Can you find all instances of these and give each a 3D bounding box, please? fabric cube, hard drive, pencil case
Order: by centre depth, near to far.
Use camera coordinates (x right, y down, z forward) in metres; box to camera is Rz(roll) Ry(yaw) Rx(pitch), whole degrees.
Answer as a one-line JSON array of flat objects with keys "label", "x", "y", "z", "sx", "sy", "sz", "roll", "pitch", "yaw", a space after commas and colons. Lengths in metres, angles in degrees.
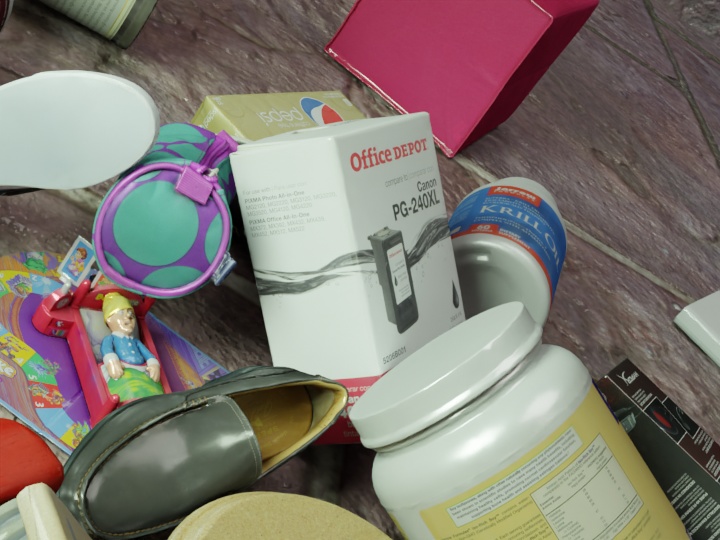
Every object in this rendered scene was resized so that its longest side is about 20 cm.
[{"label": "pencil case", "x": -0.122, "y": -0.045, "z": 0.813, "sx": 0.085, "sy": 0.092, "sz": 0.200, "roll": 46, "pitch": 6, "yaw": -14}, {"label": "hard drive", "x": 0.447, "y": 0.109, "z": 1.370, "sx": 0.200, "sy": 0.026, "sz": 0.132, "roll": 47, "pitch": 29, "yaw": 18}, {"label": "fabric cube", "x": 0.117, "y": -0.277, "z": 1.388, "sx": 0.196, "sy": 0.200, "sz": 0.199, "roll": 41, "pitch": 30, "yaw": 6}]

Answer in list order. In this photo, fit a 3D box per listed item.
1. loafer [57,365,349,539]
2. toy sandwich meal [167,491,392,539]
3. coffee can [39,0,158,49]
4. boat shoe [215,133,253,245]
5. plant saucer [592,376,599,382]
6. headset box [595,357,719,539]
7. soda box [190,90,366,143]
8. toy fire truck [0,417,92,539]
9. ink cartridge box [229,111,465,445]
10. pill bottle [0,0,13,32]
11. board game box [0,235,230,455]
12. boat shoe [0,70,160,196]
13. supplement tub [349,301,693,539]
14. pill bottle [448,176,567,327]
[{"label": "loafer", "x": -0.085, "y": 0.096, "z": 0.687, "sx": 0.200, "sy": 0.072, "sz": 0.073, "roll": -30, "pitch": 101, "yaw": -52}, {"label": "toy sandwich meal", "x": -0.025, "y": 0.201, "z": 0.640, "sx": 0.204, "sy": 0.070, "sz": 0.206, "roll": 25, "pitch": 31, "yaw": -16}, {"label": "coffee can", "x": -0.255, "y": -0.300, "z": 1.040, "sx": 0.199, "sy": 0.147, "sz": 0.147, "roll": 26, "pitch": 29, "yaw": -19}, {"label": "boat shoe", "x": -0.054, "y": -0.028, "z": 0.949, "sx": 0.200, "sy": 0.074, "sz": 0.060, "roll": 40, "pitch": 22, "yaw": -13}, {"label": "plant saucer", "x": 0.207, "y": 0.164, "z": 0.997, "sx": 0.199, "sy": 0.035, "sz": 0.201, "roll": 29, "pitch": 28, "yaw": -17}, {"label": "headset box", "x": 0.197, "y": 0.184, "z": 0.824, "sx": 0.200, "sy": 0.149, "sz": 0.075, "roll": 45, "pitch": 20, "yaw": 13}, {"label": "soda box", "x": -0.067, "y": -0.108, "z": 1.060, "sx": 0.068, "sy": 0.064, "sz": 0.200, "roll": 47, "pitch": 28, "yaw": 17}, {"label": "toy fire truck", "x": -0.136, "y": 0.123, "z": 0.477, "sx": 0.176, "sy": 0.200, "sz": 0.128, "roll": 47, "pitch": 29, "yaw": 19}, {"label": "ink cartridge box", "x": 0.000, "y": 0.000, "z": 0.837, "sx": 0.145, "sy": 0.083, "sz": 0.201, "roll": -25, "pitch": 107, "yaw": -59}, {"label": "pill bottle", "x": -0.307, "y": -0.187, "z": 0.843, "sx": 0.113, "sy": 0.113, "sz": 0.200, "roll": 32, "pitch": 28, "yaw": -10}, {"label": "board game box", "x": -0.149, "y": 0.048, "z": 0.747, "sx": 0.200, "sy": 0.039, "sz": 0.158, "roll": 37, "pitch": 27, "yaw": -1}, {"label": "boat shoe", "x": -0.208, "y": -0.075, "z": 0.742, "sx": 0.066, "sy": 0.199, "sz": 0.070, "roll": -55, "pitch": 128, "yaw": -73}, {"label": "supplement tub", "x": 0.097, "y": 0.135, "z": 0.725, "sx": 0.201, "sy": 0.145, "sz": 0.145, "roll": 58, "pitch": 27, "yaw": -5}, {"label": "pill bottle", "x": 0.123, "y": -0.013, "z": 1.086, "sx": 0.112, "sy": 0.112, "sz": 0.200, "roll": 36, "pitch": 27, "yaw": -2}]
